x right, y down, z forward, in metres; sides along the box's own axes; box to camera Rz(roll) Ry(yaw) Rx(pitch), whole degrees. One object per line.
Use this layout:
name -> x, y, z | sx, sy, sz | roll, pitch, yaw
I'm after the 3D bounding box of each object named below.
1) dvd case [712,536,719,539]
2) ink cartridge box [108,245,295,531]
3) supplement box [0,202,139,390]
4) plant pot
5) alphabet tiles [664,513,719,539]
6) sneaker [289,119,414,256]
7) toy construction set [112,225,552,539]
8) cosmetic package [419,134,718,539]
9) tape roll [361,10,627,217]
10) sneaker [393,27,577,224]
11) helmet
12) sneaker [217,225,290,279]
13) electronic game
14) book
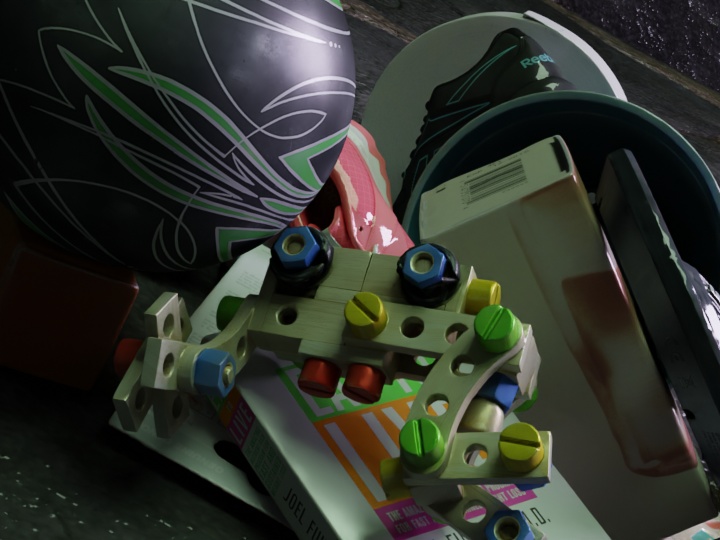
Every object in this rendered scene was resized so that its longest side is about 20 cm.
dvd case -> 0.219, 0.171, 0.743 | 0.143, 0.018, 0.199 | 41, 28, 29
ink cartridge box -> -0.027, 0.079, 0.831 | 0.159, 0.047, 0.200 | 29, 32, 3
supplement box -> -0.166, -0.021, 0.837 | 0.068, 0.067, 0.200 | 19, 21, -26
plant pot -> 0.141, -0.002, 1.042 | 0.199, 0.201, 0.188 | 32, 5, 13
alphabet tiles -> 0.217, 0.187, 0.907 | 0.200, 0.015, 0.195 | 35, 20, 22
sneaker -> 0.000, 0.000, 0.935 | 0.201, 0.074, 0.087 | 59, 20, 10
toy construction set -> -0.005, 0.048, 0.708 | 0.199, 0.132, 0.092 | 14, -24, 6
cosmetic package -> 0.109, 0.042, 0.854 | 0.103, 0.087, 0.201 | -86, 153, -73
tape roll -> 0.098, -0.086, 1.166 | 0.202, 0.204, 0.037 | 30, 18, 8
sneaker -> 0.073, -0.082, 1.120 | 0.075, 0.200, 0.080 | 1, 52, -46
helmet -> -0.097, -0.094, 0.734 | 0.199, 0.201, 0.191 | 19, 19, -23
sneaker -> -0.038, -0.031, 1.033 | 0.072, 0.072, 0.200 | 23, 19, 8
electronic game -> 0.171, 0.030, 0.832 | 0.200, 0.041, 0.201 | -23, 90, -81
book -> 0.022, 0.100, 0.756 | 0.133, 0.048, 0.200 | -9, 48, -39
